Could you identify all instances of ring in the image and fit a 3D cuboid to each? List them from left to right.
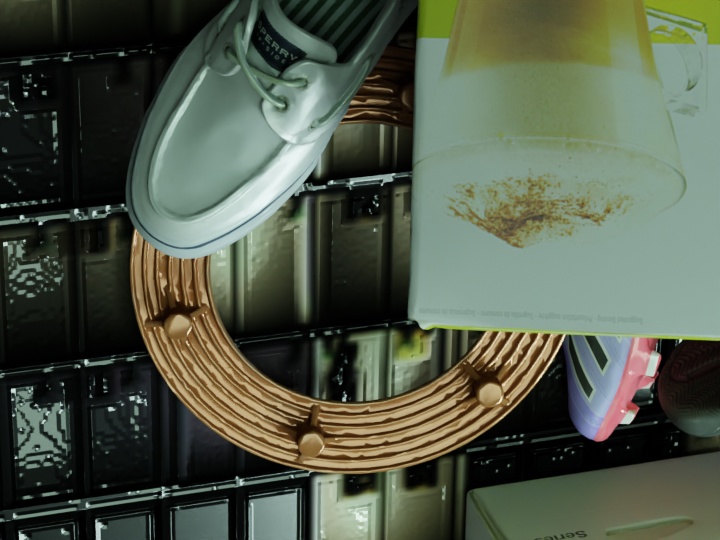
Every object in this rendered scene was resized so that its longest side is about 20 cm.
[{"bbox_3d":[0.000,0.000,1.008,0.200,0.019,0.201,-2,110,-5],"label":"ring"}]

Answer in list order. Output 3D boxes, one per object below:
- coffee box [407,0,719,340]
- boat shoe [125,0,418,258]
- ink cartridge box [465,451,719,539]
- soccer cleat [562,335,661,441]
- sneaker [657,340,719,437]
[{"bbox_3d":[0.134,-0.074,0.872,0.199,0.200,0.198,3,92,11],"label":"coffee box"},{"bbox_3d":[-0.030,-0.093,0.937,0.074,0.067,0.200,35,91,6],"label":"boat shoe"},{"bbox_3d":[0.128,0.200,1.133,0.145,0.088,0.200,-8,119,-16],"label":"ink cartridge box"},{"bbox_3d":[0.114,-0.016,1.049,0.076,0.067,0.200,19,122,13],"label":"soccer cleat"},{"bbox_3d":[0.238,0.054,1.104,0.200,0.076,0.116,-27,125,-15],"label":"sneaker"}]
